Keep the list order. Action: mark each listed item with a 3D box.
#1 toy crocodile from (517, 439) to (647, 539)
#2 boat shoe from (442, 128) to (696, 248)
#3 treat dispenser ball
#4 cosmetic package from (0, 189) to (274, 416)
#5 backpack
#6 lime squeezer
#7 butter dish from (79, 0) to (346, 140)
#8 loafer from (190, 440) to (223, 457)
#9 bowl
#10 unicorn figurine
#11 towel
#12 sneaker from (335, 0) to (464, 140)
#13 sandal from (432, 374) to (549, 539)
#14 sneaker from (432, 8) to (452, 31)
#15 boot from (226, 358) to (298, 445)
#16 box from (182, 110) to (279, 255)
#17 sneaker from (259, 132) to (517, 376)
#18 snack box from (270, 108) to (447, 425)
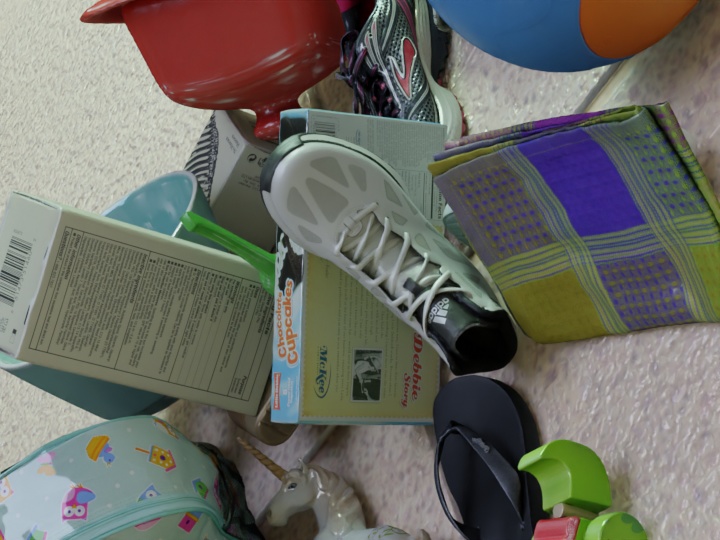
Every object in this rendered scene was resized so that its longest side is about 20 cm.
[{"bbox_3d":[0.115,0.196,1.172,0.067,0.061,0.202,-17,61,54],"label":"toy crocodile"},{"bbox_3d":[0.133,-0.047,1.280,0.199,0.074,0.067,-1,54,51],"label":"boat shoe"},{"bbox_3d":[0.122,-0.220,1.245,0.200,0.200,0.203,-33,48,46],"label":"treat dispenser ball"},{"bbox_3d":[-0.149,0.023,1.391,0.073,0.199,0.104,19,91,50],"label":"cosmetic package"},{"bbox_3d":[-0.162,0.191,1.402,0.175,0.200,0.154,-27,56,5],"label":"backpack"},{"bbox_3d":[-0.051,-0.013,1.402,0.070,0.200,0.038,39,111,17],"label":"lime squeezer"},{"bbox_3d":[-0.079,-0.171,1.575,0.198,0.200,0.149,-19,91,16],"label":"butter dish"},{"bbox_3d":[-0.126,0.203,1.544,0.076,0.068,0.201,-56,34,24],"label":"loafer"},{"bbox_3d":[-0.165,0.033,1.540,0.200,0.105,0.201,-34,22,16],"label":"bowl"},{"bbox_3d":[-0.014,0.197,1.380,0.199,0.074,0.138,3,67,44],"label":"unicorn figurine"},{"bbox_3d":[0.132,-0.022,1.207,0.023,0.144,0.199,-39,18,-33],"label":"towel"},{"bbox_3d":[0.019,-0.125,1.481,0.081,0.074,0.201,-41,43,38],"label":"sneaker"},{"bbox_3d":[0.079,0.140,1.275,0.076,0.043,0.201,-50,37,31],"label":"sandal"},{"bbox_3d":[0.058,-0.218,1.478,0.200,0.076,0.089,45,121,58],"label":"sneaker"},{"bbox_3d":[-0.035,0.022,1.496,0.200,0.072,0.166,-51,22,7],"label":"boot"},{"bbox_3d":[-0.119,-0.024,1.652,0.201,0.068,0.082,-61,32,16],"label":"box"},{"bbox_3d":[0.030,-0.007,1.283,0.076,0.200,0.115,-51,31,2],"label":"sneaker"},{"bbox_3d":[0.000,0.000,1.365,0.037,0.115,0.202,-2,86,55],"label":"snack box"}]
